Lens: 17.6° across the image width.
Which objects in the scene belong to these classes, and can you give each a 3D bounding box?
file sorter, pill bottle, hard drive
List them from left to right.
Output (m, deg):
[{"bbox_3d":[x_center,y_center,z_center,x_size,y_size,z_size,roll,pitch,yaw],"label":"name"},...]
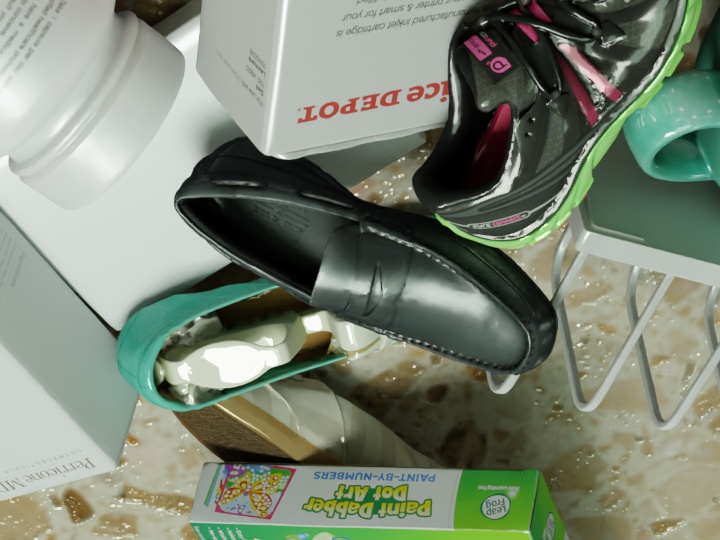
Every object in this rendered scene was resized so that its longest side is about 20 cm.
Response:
[{"bbox_3d":[-0.186,-0.122,1.072,0.200,0.113,0.113,37,116,-22],"label":"pill bottle"},{"bbox_3d":[-0.085,-0.063,1.192,0.200,0.027,0.132,-31,124,16],"label":"hard drive"},{"bbox_3d":[0.172,0.005,1.202,0.200,0.139,0.125,14,127,-16],"label":"file sorter"}]

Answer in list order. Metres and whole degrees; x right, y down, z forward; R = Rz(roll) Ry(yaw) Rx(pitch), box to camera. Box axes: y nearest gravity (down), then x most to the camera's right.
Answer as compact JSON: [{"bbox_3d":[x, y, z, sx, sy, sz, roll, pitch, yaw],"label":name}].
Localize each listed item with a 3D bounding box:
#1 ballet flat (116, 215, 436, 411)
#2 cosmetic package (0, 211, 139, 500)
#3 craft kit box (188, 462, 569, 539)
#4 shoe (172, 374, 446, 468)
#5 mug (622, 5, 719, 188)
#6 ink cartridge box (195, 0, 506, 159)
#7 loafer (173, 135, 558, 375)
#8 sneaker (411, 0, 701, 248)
[{"bbox_3d":[-0.029,0.030,1.222,0.200,0.070,0.067,-18,118,-4],"label":"ballet flat"},{"bbox_3d":[-0.212,0.028,1.205,0.101,0.071,0.200,-18,130,28],"label":"cosmetic package"},{"bbox_3d":[0.028,0.179,1.315,0.197,0.049,0.200,-3,142,19],"label":"craft kit box"},{"bbox_3d":[-0.026,0.096,1.309,0.200,0.053,0.070,34,152,-23],"label":"shoe"},{"bbox_3d":[0.222,-0.089,1.128,0.185,0.152,0.114,16,156,-1],"label":"mug"},{"bbox_3d":[0.011,-0.165,1.059,0.145,0.084,0.200,-13,131,-27],"label":"ink cartridge box"},{"bbox_3d":[0.000,0.000,1.132,0.200,0.070,0.068,28,125,17],"label":"loafer"},{"bbox_3d":[0.088,-0.097,1.054,0.084,0.077,0.200,8,115,-41],"label":"sneaker"}]
